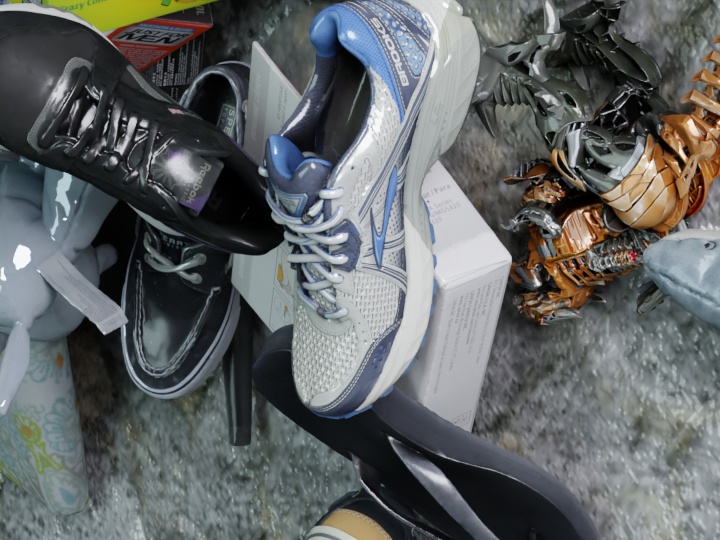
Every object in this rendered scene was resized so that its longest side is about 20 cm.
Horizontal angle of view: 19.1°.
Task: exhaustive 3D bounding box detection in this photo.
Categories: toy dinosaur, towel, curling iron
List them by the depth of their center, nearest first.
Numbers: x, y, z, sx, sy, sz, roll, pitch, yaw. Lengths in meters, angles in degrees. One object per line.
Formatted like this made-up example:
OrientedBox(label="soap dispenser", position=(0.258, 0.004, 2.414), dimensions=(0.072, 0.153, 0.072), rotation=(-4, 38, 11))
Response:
OrientedBox(label="toy dinosaur", position=(0.122, -0.058, 0.990), dimensions=(0.200, 0.102, 0.136), rotation=(-43, 78, 24))
OrientedBox(label="curling iron", position=(-0.084, 0.004, 1.263), dimensions=(0.049, 0.026, 0.202), rotation=(-9, 93, 13))
OrientedBox(label="towel", position=(-0.252, 0.050, 1.418), dimensions=(0.199, 0.048, 0.172), rotation=(31, 140, 40))

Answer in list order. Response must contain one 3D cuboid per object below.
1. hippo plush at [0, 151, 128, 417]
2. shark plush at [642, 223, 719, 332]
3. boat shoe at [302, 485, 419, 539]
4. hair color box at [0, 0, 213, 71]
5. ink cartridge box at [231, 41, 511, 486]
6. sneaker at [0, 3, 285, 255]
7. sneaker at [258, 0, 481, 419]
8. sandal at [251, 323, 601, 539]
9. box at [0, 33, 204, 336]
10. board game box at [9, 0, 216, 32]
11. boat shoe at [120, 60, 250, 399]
OrientedBox(label="hippo plush", position=(-0.181, -0.028, 1.226), dimensions=(0.200, 0.159, 0.161), rotation=(52, 176, 14))
OrientedBox(label="shark plush", position=(0.205, 0.049, 0.890), dimensions=(0.200, 0.083, 0.091), rotation=(55, 132, 29))
OrientedBox(label="boat shoe", position=(-0.010, 0.178, 1.169), dimensions=(0.074, 0.062, 0.200), rotation=(34, 148, 9))
OrientedBox(label="hair color box", position=(-0.177, -0.160, 1.260), dimensions=(0.199, 0.064, 0.112), rotation=(-25, 72, 44))
OrientedBox(label="ink cartridge box", position=(0.000, 0.000, 1.100), dimensions=(0.177, 0.044, 0.201), rotation=(54, 154, 29))
OrientedBox(label="sneaker", position=(-0.109, -0.067, 1.044), dimensions=(0.087, 0.199, 0.076), rotation=(27, 89, 47))
OrientedBox(label="sneaker", position=(-0.013, -0.030, 0.962), dimensions=(0.077, 0.085, 0.202), rotation=(20, 105, 41))
OrientedBox(label="sandal", position=(0.028, 0.103, 1.057), dimensions=(0.199, 0.043, 0.076), rotation=(33, 143, -8))
OrientedBox(label="box", position=(-0.178, -0.080, 1.350), dimensions=(0.193, 0.047, 0.202), rotation=(25, 114, 47))
OrientedBox(label="board game box", position=(-0.099, -0.187, 1.120), dimensions=(0.102, 0.199, 0.048), rotation=(49, 144, 33))
OrientedBox(label="boat shoe", position=(-0.097, -0.021, 1.214), dimensions=(0.071, 0.068, 0.201), rotation=(21, 100, 12))
